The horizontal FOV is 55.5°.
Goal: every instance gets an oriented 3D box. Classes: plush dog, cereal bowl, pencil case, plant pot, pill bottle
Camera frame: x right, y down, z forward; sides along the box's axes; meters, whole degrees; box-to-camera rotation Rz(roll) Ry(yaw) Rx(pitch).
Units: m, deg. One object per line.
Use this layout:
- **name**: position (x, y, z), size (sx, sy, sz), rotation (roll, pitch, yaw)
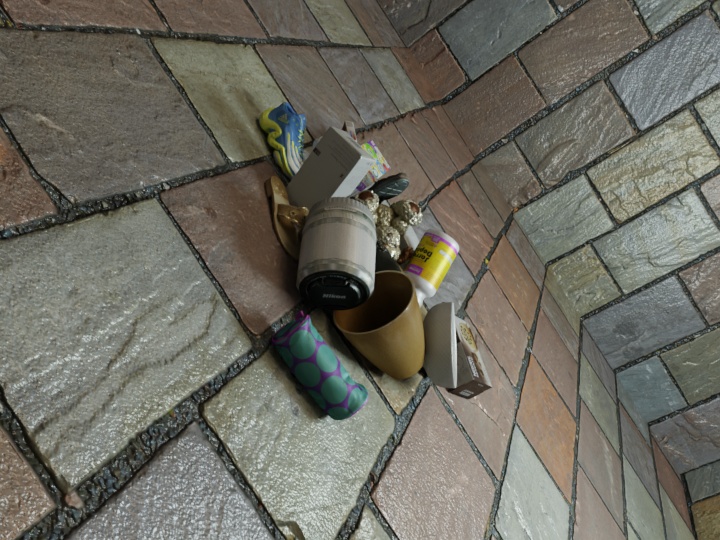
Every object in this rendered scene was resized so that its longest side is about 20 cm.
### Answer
- **plush dog**: position (0.052, -0.093, 1.791), size (0.198, 0.160, 0.173), rotation (11, 61, -22)
- **cereal bowl**: position (0.181, 0.175, 1.603), size (0.200, 0.082, 0.202), rotation (-3, 90, -79)
- **pencil case**: position (-0.074, 0.178, 1.259), size (0.201, 0.085, 0.092), rotation (54, 41, -11)
- **plant pot**: position (0.064, 0.136, 1.485), size (0.187, 0.185, 0.201), rotation (-86, 154, -52)
- **pill bottle**: position (0.171, -0.001, 1.799), size (0.104, 0.104, 0.201), rotation (40, 74, -34)

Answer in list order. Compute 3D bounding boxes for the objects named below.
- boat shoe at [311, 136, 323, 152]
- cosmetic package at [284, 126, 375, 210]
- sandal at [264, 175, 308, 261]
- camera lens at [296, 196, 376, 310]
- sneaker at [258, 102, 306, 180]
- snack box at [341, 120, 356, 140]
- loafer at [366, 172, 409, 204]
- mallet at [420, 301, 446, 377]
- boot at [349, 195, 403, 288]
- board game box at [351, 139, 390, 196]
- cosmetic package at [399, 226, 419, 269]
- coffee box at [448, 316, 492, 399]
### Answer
- **boat shoe**: position (-0.087, -0.226, 1.641), size (0.072, 0.062, 0.202), rotation (8, 83, -48)
- **cosmetic package**: position (-0.073, -0.209, 1.550), size (0.113, 0.201, 0.081), rotation (44, 18, 19)
- **sandal**: position (-0.149, -0.128, 1.491), size (0.077, 0.069, 0.213), rotation (19, 45, -54)
- **camera lens**: position (-0.048, -0.031, 1.425), size (0.160, 0.159, 0.202), rotation (36, 44, -39)
- **sneaker**: position (-0.164, -0.312, 1.634), size (0.201, 0.105, 0.076), rotation (60, 25, 5)
- **snack box**: position (-0.054, -0.269, 1.699), size (0.024, 0.201, 0.072), rotation (5, 48, -20)
- **loafer**: position (0.051, -0.217, 1.817), size (0.071, 0.199, 0.064), rotation (8, 64, -37)
- **mallet**: position (0.182, 0.167, 1.719), size (0.066, 0.041, 0.202), rotation (32, 62, -39)
- **boot**: position (0.025, -0.063, 1.545), size (0.200, 0.077, 0.139), rotation (43, -28, 39)
- **board game box**: position (-0.007, -0.277, 1.889), size (0.103, 0.104, 0.200), rotation (55, 25, -6)
- **cosmetic package**: position (0.124, -0.059, 1.924), size (0.101, 0.074, 0.201), rotation (-2, 66, -63)
- **coffee box**: position (0.267, 0.232, 1.843), size (0.113, 0.079, 0.201), rotation (29, 37, -48)
